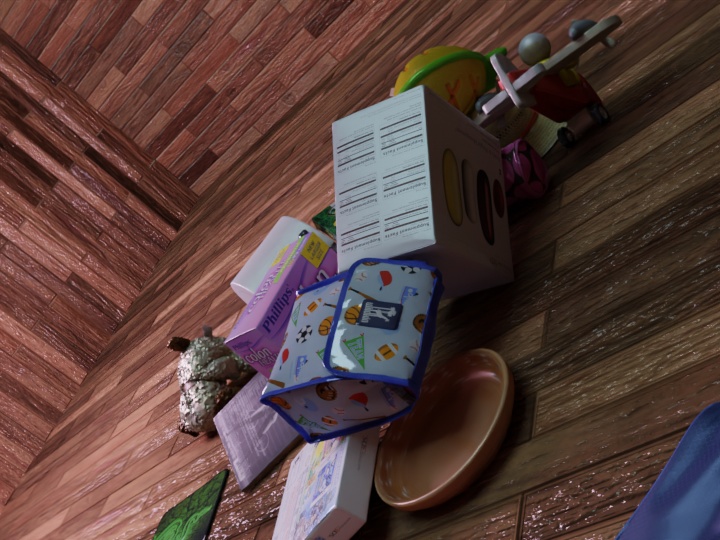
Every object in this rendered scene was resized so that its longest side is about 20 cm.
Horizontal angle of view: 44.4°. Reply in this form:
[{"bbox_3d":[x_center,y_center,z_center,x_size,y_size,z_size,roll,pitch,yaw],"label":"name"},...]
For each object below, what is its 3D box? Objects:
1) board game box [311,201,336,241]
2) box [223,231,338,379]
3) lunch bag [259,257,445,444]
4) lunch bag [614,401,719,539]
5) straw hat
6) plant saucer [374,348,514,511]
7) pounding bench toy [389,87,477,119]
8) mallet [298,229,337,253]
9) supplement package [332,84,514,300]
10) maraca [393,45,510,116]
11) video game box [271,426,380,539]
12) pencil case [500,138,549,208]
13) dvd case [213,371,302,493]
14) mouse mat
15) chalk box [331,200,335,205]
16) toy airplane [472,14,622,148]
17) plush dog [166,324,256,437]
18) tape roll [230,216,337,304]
[{"bbox_3d":[0.005,-0.076,1.314,0.105,0.024,0.200,-39,28,-9],"label":"board game box"},{"bbox_3d":[-0.056,0.084,1.235,0.096,0.200,0.177,-26,28,50],"label":"box"},{"bbox_3d":[-0.001,0.085,1.005,0.199,0.124,0.171,-19,41,38],"label":"lunch bag"},{"bbox_3d":[0.237,0.170,0.475,0.201,0.136,0.132,-52,19,-12],"label":"lunch bag"},{"bbox_3d":[0.223,-0.221,1.361,0.201,0.085,0.202,-44,18,18],"label":"straw hat"},{"bbox_3d":[0.095,0.176,0.959,0.200,0.037,0.201,-43,20,19],"label":"plant saucer"},{"bbox_3d":[0.148,-0.211,1.481,0.124,0.198,0.158,-154,72,-70],"label":"pounding bench toy"},{"bbox_3d":[0.000,0.000,1.270,0.066,0.199,0.041,-13,45,56],"label":"mallet"},{"bbox_3d":[0.079,-0.086,1.109,0.146,0.190,0.202,-16,67,35],"label":"supplement package"},{"bbox_3d":[0.130,-0.264,1.260,0.199,0.108,0.137,-20,-19,-30],"label":"maraca"},{"bbox_3d":[-0.043,0.260,1.053,0.183,0.047,0.201,-55,13,34],"label":"video game box"},{"bbox_3d":[0.172,-0.099,1.236,0.199,0.094,0.091,-31,27,40],"label":"pencil case"},{"bbox_3d":[-0.136,0.218,1.352,0.200,0.016,0.149,-46,46,14],"label":"dvd case"},{"bbox_3d":[-0.292,0.421,1.436,0.200,0.008,0.162,-41,20,29],"label":"mouse mat"},{"bbox_3d":[0.038,-0.086,1.471,0.124,0.125,0.200,-50,17,-3],"label":"chalk box"},{"bbox_3d":[0.236,-0.258,1.179,0.198,0.199,0.142,-13,67,-1],"label":"toy airplane"},{"bbox_3d":[-0.288,0.217,1.646,0.200,0.160,0.173,-36,45,34],"label":"plush dog"},{"bbox_3d":[-0.090,0.029,1.421,0.140,0.202,0.202,-53,18,-12],"label":"tape roll"}]
